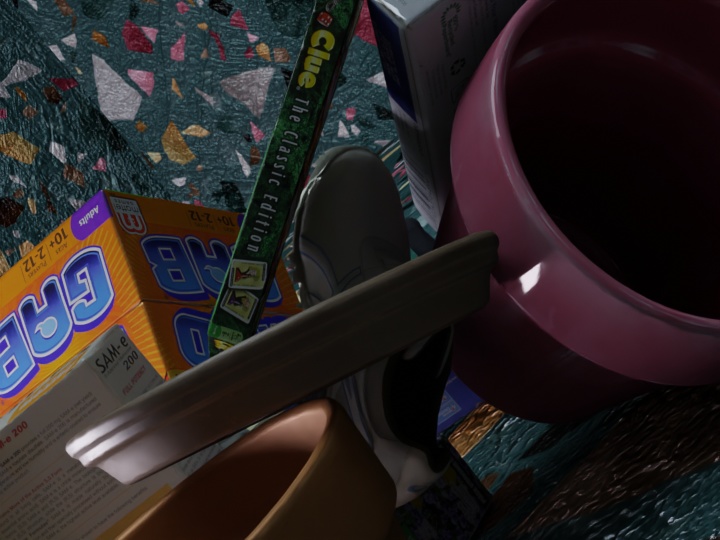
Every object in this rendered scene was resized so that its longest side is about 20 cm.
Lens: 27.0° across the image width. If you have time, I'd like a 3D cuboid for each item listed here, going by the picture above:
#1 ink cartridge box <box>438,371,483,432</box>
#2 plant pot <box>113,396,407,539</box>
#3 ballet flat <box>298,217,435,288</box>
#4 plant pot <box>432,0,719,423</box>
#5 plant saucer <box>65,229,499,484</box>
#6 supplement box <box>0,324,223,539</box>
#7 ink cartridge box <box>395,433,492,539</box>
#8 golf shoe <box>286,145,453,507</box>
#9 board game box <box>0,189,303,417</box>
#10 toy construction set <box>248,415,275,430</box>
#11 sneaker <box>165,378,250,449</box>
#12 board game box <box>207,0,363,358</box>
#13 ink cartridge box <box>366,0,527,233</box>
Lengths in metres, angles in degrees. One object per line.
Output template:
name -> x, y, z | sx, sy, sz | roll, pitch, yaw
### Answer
ink cartridge box -> 0.084, 0.024, 1.000 | 0.136, 0.076, 0.200 | -37, 10, 23
plant pot -> -0.042, 0.168, 0.577 | 0.200, 0.140, 0.200 | -39, 7, 5
ballet flat -> 0.000, 0.000, 0.956 | 0.073, 0.073, 0.200 | -42, 9, -19
plant pot -> 0.120, -0.018, 0.744 | 0.200, 0.200, 0.179 | -45, -6, -34
plant saucer -> -0.027, 0.040, 0.624 | 0.199, 0.030, 0.200 | -26, -3, -2
supplement box -> -0.136, 0.152, 0.902 | 0.126, 0.201, 0.074 | -37, 7, 16
ink cartridge box -> -0.018, 0.174, 0.763 | 0.109, 0.050, 0.200 | -33, 9, 38
golf shoe -> 0.016, 0.023, 0.753 | 0.097, 0.078, 0.202 | -23, 61, 44
board game box -> -0.173, 0.082, 1.224 | 0.199, 0.201, 0.199 | -36, -24, 28
toy construction set -> -0.110, 0.171, 1.083 | 0.200, 0.092, 0.132 | -43, 27, 45
sneaker -> -0.124, 0.179, 0.974 | 0.076, 0.091, 0.202 | -15, -55, -63
board game box -> -0.034, -0.054, 0.724 | 0.105, 0.023, 0.202 | 128, 160, -79
ink cartridge box -> 0.101, -0.131, 0.784 | 0.199, 0.043, 0.197 | -37, -29, -12
